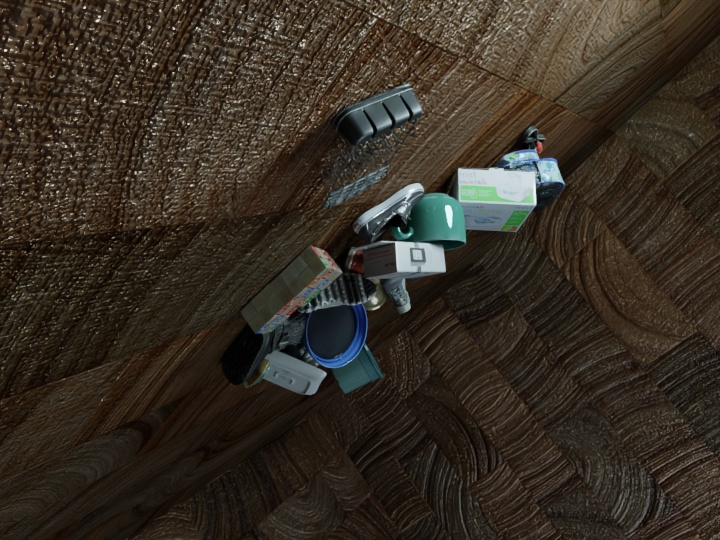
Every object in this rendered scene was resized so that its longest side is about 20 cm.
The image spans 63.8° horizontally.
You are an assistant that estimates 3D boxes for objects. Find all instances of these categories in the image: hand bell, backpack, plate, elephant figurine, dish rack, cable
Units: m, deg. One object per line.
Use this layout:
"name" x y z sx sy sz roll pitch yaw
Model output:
"hand bell" 0.028 0.014 1.577 0.103 0.104 0.202 -34 155 -21
"backpack" 0.475 -0.257 1.673 0.195 0.151 0.184 -8 160 -11
"plate" -0.198 0.273 1.534 0.201 0.196 0.033 118 -5 -60
"elephant figurine" -0.158 0.200 1.555 0.198 0.159 0.140 -21 -179 -43
"dish rack" 0.005 -0.178 0.879 0.152 0.055 0.201 -30 166 -32
"cable" 0.506 -0.369 1.671 0.096 0.051 0.200 -36 168 3

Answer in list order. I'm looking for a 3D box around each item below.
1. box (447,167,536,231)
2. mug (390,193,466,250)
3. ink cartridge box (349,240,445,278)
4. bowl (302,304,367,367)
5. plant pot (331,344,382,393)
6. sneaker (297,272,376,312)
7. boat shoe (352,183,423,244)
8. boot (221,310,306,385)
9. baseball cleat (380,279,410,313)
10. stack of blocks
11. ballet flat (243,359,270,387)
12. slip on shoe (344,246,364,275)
"box" 0.331 -0.181 1.493 0.194 0.099 0.177 3 163 -2
"mug" 0.165 -0.117 1.356 0.148 0.118 0.184 -6 170 24
"ink cartridge box" 0.084 -0.021 1.302 0.197 0.069 0.115 0 172 -40
"bowl" -0.069 0.150 1.515 0.199 0.205 0.039 -31 -158 -32
"plant pot" -0.024 0.464 2.721 0.193 0.203 0.200 -31 167 0
"sneaker" -0.060 0.053 1.354 0.194 0.077 0.081 -8 173 -6
"boat shoe" 0.074 -0.119 1.243 0.198 0.067 0.070 -32 166 -32
"boot" -0.224 0.177 1.367 0.212 0.080 0.157 -48 165 32
"baseball cleat" 0.107 0.060 1.596 0.068 0.109 0.200 -24 168 8
"stack of blocks" -0.140 0.042 1.194 0.199 0.059 0.115 -42 168 8
"ballet flat" -0.281 0.257 1.465 0.069 0.062 0.200 -59 -172 -30
"slip on shoe" 0.000 0.000 1.411 0.200 0.060 0.076 87 25 -73
